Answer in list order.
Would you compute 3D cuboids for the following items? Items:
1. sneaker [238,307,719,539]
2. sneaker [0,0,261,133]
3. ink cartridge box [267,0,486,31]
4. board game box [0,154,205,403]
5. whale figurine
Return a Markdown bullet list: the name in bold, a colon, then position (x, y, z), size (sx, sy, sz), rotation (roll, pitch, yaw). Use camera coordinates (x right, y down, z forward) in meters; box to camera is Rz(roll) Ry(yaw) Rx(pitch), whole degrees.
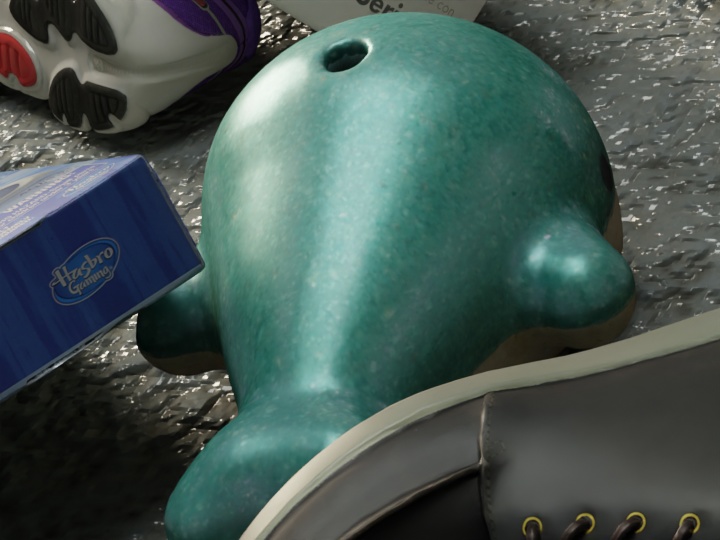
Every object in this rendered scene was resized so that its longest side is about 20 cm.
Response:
- **sneaker**: position (0.062, 0.073, 0.744), size (0.199, 0.075, 0.106), rotation (-24, 29, -10)
- **sneaker**: position (-0.110, -0.106, 1.145), size (0.083, 0.081, 0.200), rotation (-19, 34, -33)
- **ink cartridge box**: position (-0.025, -0.132, 1.063), size (0.068, 0.117, 0.200), rotation (-58, 34, 5)
- **board game box**: position (-0.170, 0.034, 0.905), size (0.199, 0.044, 0.199), rotation (-34, 12, -22)
- **whale figurine**: position (0.000, 0.000, 0.867), size (0.158, 0.104, 0.200), rotation (-3, 35, 24)
